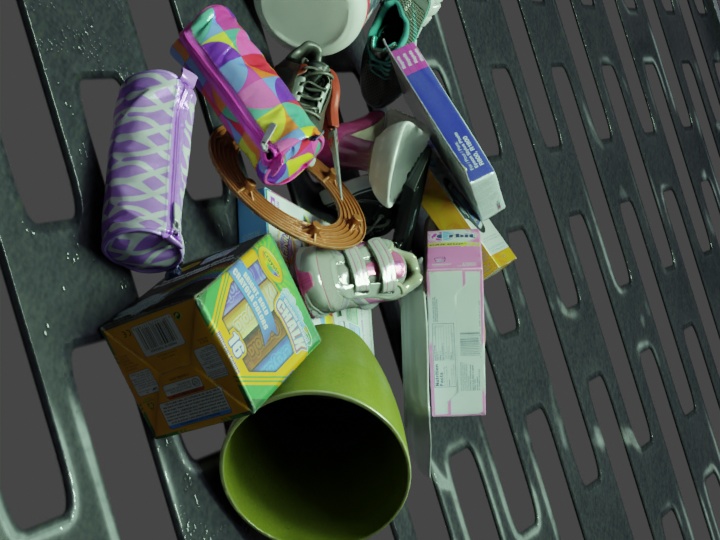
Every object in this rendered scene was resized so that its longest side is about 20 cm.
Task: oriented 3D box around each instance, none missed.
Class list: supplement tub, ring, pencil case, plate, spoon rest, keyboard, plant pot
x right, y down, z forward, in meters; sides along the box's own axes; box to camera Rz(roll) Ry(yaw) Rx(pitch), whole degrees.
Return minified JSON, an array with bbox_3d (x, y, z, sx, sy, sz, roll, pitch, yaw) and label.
[{"bbox_3d":[-0.035,-0.358,1.837,0.141,0.139,0.200,59,32,-22],"label":"supplement tub"},{"bbox_3d":[-0.075,-0.096,1.651,0.199,0.019,0.201,29,27,-17],"label":"ring"},{"bbox_3d":[-0.118,-0.182,1.598,0.201,0.088,0.088,53,26,17],"label":"pencil case"},{"bbox_3d":[0.065,0.116,1.787,0.200,0.032,0.202,83,6,-62],"label":"plate"},{"bbox_3d":[0.048,-0.140,1.781,0.200,0.060,0.100,-74,173,-66],"label":"spoon rest"},{"bbox_3d":[0.048,-0.045,1.810,0.201,0.020,0.128,98,12,-54],"label":"keyboard"},{"bbox_3d":[-0.201,-0.096,1.472,0.084,0.085,0.202,25,52,-40],"label":"pencil case"},{"bbox_3d":[-0.039,0.144,1.549,0.188,0.186,0.201,57,18,-24],"label":"plant pot"}]

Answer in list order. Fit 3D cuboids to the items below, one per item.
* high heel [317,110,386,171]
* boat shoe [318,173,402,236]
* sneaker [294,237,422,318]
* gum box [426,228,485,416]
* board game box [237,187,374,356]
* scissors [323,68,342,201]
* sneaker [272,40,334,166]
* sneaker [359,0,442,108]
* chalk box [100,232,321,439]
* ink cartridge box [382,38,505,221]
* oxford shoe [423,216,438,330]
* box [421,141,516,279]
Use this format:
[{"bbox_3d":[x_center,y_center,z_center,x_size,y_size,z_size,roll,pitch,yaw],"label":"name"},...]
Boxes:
[{"bbox_3d":[-0.023,-0.159,1.860,0.200,0.095,0.068,-72,172,-67],"label":"high heel"},{"bbox_3d":[0.016,-0.075,1.849,0.200,0.071,0.068,0,73,-67],"label":"boat shoe"},{"bbox_3d":[0.000,0.000,1.672,0.200,0.088,0.082,-9,82,-60],"label":"sneaker"},{"bbox_3d":[0.112,0.066,1.799,0.114,0.065,0.202,-84,172,-66],"label":"gum box"},{"bbox_3d":[-0.058,0.013,1.698,0.200,0.040,0.154,29,51,-51],"label":"board game box"},{"bbox_3d":[-0.031,-0.157,1.710,0.014,0.074,0.201,12,30,-19],"label":"scissors"},{"bbox_3d":[-0.068,-0.196,1.707,0.077,0.082,0.201,25,31,-24],"label":"sneaker"},{"bbox_3d":[0.032,-0.280,1.899,0.077,0.201,0.091,31,41,14],"label":"sneaker"},{"bbox_3d":[-0.130,0.053,1.471,0.125,0.124,0.200,65,32,-12],"label":"chalk box"},{"bbox_3d":[0.103,-0.174,1.840,0.197,0.043,0.200,60,0,17],"label":"ink cartridge box"},{"bbox_3d":[0.111,0.017,1.954,0.074,0.070,0.202,4,70,-53],"label":"oxford shoe"},{"bbox_3d":[0.114,-0.080,1.911,0.201,0.041,0.119,53,17,6],"label":"box"}]
